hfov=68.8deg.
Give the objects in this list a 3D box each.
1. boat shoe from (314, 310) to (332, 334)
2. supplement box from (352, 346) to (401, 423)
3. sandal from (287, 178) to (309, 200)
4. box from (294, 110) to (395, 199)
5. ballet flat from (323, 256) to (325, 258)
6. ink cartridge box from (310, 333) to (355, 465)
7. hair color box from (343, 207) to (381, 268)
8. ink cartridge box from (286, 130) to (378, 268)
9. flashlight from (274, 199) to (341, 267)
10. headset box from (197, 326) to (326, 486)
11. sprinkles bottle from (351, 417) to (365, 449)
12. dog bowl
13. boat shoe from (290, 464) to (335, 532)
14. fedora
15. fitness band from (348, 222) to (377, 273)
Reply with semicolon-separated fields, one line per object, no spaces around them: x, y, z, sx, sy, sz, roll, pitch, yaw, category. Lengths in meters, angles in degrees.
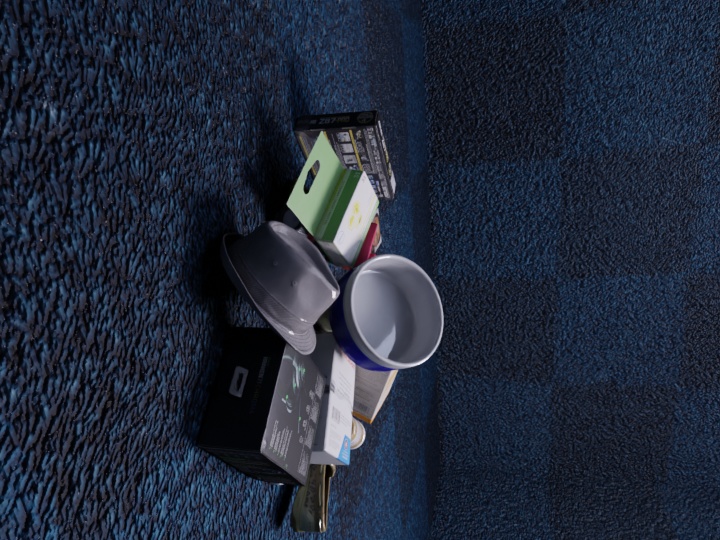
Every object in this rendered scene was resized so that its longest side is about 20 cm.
-0.060;0.085;1.091;0.072;0.061;0.201;48;24;-5;boat shoe
0.038;0.193;1.079;0.126;0.073;0.200;-41;153;-62;supplement box
-0.090;-0.120;1.001;0.200;0.054;0.080;38;53;-72;sandal
-0.024;-0.220;1.045;0.200;0.161;0.049;68;26;-53;box
-0.102;0.018;0.943;0.200;0.067;0.067;-33;129;-74;ballet flat
-0.068;0.230;0.935;0.146;0.086;0.200;63;26;-58;ink cartridge box
0.002;-0.086;1.346;0.200;0.061;0.102;-61;147;-63;hair color box
-0.037;-0.112;0.883;0.146;0.048;0.200;-68;155;-19;ink cartridge box
-0.072;-0.066;0.950;0.200;0.068;0.068;24;41;-60;flashlight
-0.133;0.196;0.760;0.200;0.093;0.174;68;27;-55;headset box
-0.032;0.352;1.153;0.200;0.068;0.068;74;20;-68;sprinkles bottle
0.047;0.076;0.932;0.200;0.079;0.200;12;68;-30;dog bowl
-0.071;0.386;0.971;0.200;0.063;0.073;-74;157;-47;boat shoe
-0.096;0.008;0.725;0.200;0.090;0.177;50;11;-2;fedora
0.000;0.000;1.056;0.144;0.037;0.200;70;33;-77;fitness band
